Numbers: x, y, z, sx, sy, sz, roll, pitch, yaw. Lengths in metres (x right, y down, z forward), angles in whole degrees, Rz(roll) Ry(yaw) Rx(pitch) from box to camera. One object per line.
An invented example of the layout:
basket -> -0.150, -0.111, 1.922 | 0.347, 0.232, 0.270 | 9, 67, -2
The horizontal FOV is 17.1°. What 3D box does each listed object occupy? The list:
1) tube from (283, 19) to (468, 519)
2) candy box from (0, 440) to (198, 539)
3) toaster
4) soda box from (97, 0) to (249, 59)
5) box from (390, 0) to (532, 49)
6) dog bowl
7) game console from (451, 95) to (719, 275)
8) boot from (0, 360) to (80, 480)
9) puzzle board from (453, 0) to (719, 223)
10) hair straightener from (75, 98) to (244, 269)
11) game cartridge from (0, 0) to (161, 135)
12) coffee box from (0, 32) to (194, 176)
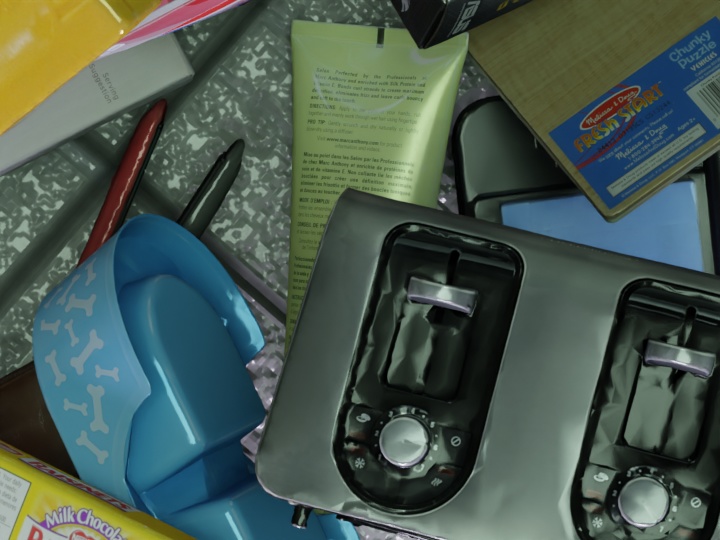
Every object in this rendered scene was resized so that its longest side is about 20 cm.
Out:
tube -> 0.000, 0.000, 0.976 | 0.058, 0.052, 0.201 | 4, 92, -22
candy box -> -0.149, 0.111, 0.877 | 0.200, 0.026, 0.102 | 24, 94, 23
toaster -> 0.073, 0.054, 0.869 | 0.180, 0.200, 0.119 | 14, 86, 10
soda box -> -0.062, -0.129, 0.885 | 0.063, 0.200, 0.070 | -25, 95, 20
box -> 0.045, -0.207, 0.927 | 0.158, 0.048, 0.200 | -27, 81, -19
dog bowl -> -0.059, 0.079, 0.908 | 0.049, 0.111, 0.200 | -27, 88, 20
game console -> 0.141, 0.021, 0.952 | 0.175, 0.116, 0.201 | -7, 93, -13
boot -> -0.163, 0.149, 0.947 | 0.200, 0.064, 0.187 | -21, 92, 7
puzzle board -> 0.139, -0.124, 0.957 | 0.200, 0.017, 0.151 | -36, 57, -1
hair straightener -> -0.091, 0.035, 0.974 | 0.077, 0.041, 0.200 | 25, 91, -5
game cartridge -> -0.178, -0.127, 0.795 | 0.200, 0.176, 0.032 | 51, 50, -7
coffee box -> -0.159, -0.140, 0.939 | 0.114, 0.080, 0.200 | -26, 95, -2
